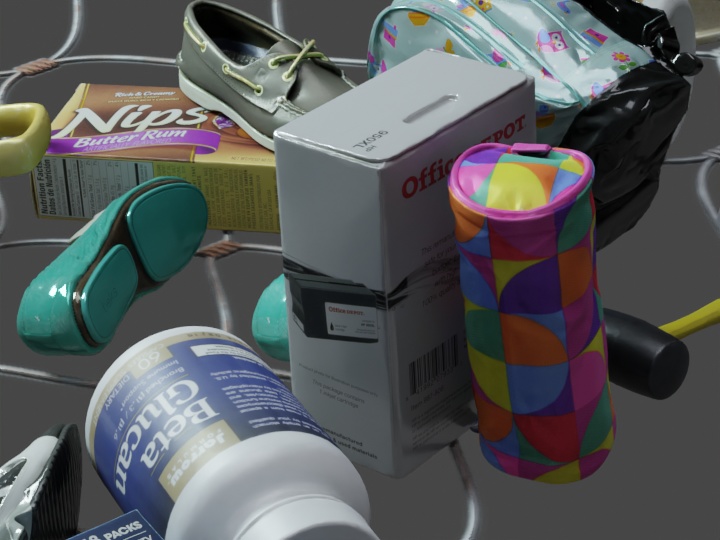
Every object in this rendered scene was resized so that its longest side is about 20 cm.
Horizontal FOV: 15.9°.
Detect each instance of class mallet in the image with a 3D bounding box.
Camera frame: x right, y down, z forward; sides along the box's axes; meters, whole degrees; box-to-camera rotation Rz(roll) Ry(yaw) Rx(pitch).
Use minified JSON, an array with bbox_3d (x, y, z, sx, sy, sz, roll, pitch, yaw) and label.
[{"bbox_3d":[0.223,0.029,1.562,0.200,0.041,0.066,-17,31,-31],"label":"mallet"}]

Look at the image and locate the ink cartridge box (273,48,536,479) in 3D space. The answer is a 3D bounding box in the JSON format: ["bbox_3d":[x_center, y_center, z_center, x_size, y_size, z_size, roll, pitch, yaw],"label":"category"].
[{"bbox_3d":[0.031,-0.007,1.474,0.084,0.201,0.144,19,35,35],"label":"ink cartridge box"}]

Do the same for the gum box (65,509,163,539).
[{"bbox_3d":[-0.121,0.214,1.199,0.170,0.045,0.200,-22,46,-30],"label":"gum box"}]

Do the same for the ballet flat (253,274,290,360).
[{"bbox_3d":[0.000,0.000,1.599,0.070,0.068,0.200,-3,20,38],"label":"ballet flat"}]

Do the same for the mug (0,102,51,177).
[{"bbox_3d":[-0.314,-0.068,1.724,0.186,0.150,0.153,22,19,-6],"label":"mug"}]

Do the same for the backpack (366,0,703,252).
[{"bbox_3d":[0.104,-0.121,1.667,0.126,0.167,0.200,-28,61,-38],"label":"backpack"}]

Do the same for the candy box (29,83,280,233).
[{"bbox_3d":[-0.115,-0.079,1.781,0.199,0.057,0.117,5,30,13],"label":"candy box"}]

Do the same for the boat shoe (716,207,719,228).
[{"bbox_3d":[0.313,-0.022,1.580,0.200,0.068,0.072,25,31,30],"label":"boat shoe"}]

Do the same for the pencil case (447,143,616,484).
[{"bbox_3d":[0.096,0.023,1.423,0.088,0.200,0.088,-5,37,4],"label":"pencil case"}]

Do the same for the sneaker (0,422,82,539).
[{"bbox_3d":[-0.206,0.140,1.362,0.088,0.074,0.200,5,29,13],"label":"sneaker"}]

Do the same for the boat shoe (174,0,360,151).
[{"bbox_3d":[-0.055,-0.128,1.744,0.072,0.060,0.202,-24,36,-33],"label":"boat shoe"}]

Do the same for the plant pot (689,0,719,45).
[{"bbox_3d":[0.232,-0.296,2.009,0.200,0.184,0.201,-3,28,1],"label":"plant pot"}]

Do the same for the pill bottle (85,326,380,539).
[{"bbox_3d":[-0.062,0.118,1.345,0.111,0.111,0.200,-15,30,-20],"label":"pill bottle"}]

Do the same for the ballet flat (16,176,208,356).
[{"bbox_3d":[-0.164,-0.005,1.644,0.070,0.068,0.200,-8,23,24],"label":"ballet flat"}]

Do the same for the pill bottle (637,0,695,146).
[{"bbox_3d":[0.127,-0.150,1.821,0.199,0.115,0.114,9,30,22],"label":"pill bottle"}]
